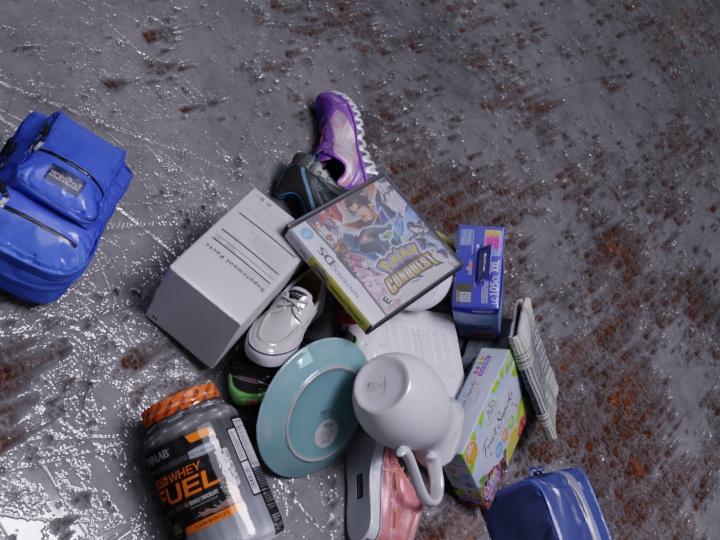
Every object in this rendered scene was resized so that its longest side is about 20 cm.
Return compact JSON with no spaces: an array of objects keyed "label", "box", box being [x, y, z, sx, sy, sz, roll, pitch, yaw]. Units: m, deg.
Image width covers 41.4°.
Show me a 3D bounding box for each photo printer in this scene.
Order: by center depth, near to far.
[{"label":"photo printer","box":[0.061,0.133,1.441,0.200,0.069,0.167,10,59,-35]}]

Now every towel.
[{"label":"towel","box":[0.289,0.154,1.554,0.200,0.035,0.193,-58,127,-69]}]

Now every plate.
[{"label":"plate","box":[-0.052,0.187,1.263,0.200,0.026,0.200,-20,119,-39]}]

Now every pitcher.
[{"label":"pitcher","box":[0.069,0.211,1.271,0.200,0.121,0.172,48,36,-50]}]

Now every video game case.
[{"label":"video game case","box":[0.021,-0.030,1.308,0.200,0.026,0.181,-32,77,-37]}]

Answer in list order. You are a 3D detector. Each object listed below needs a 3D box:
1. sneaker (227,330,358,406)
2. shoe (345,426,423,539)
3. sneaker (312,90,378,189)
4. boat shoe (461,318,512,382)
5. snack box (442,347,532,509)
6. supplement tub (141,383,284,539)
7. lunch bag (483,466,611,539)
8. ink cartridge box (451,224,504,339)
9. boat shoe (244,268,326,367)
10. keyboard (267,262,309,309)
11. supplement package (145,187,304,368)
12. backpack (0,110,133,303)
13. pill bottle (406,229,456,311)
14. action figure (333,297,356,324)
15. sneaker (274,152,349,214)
[{"label":"sneaker","box":[-0.089,0.117,1.295,0.200,0.077,0.084,-20,91,-31]},{"label":"shoe","box":[0.034,0.290,1.335,0.091,0.071,0.200,23,56,-33]},{"label":"sneaker","box":[-0.040,-0.203,1.553,0.088,0.080,0.200,-10,73,-34]},{"label":"boat shoe","box":[0.206,0.152,1.564,0.200,0.074,0.067,-40,121,-45]},{"label":"snack box","box":[0.189,0.236,1.441,0.200,0.053,0.142,-59,136,-35]},{"label":"supplement tub","box":[-0.182,0.245,1.141,0.122,0.122,0.200,-15,75,-43]},{"label":"lunch bag","box":[0.289,0.392,1.433,0.132,0.136,0.200,1,64,-39]},{"label":"ink cartridge box","box":[0.185,0.016,1.487,0.076,0.200,0.137,3,71,11]},{"label":"boat shoe","box":[-0.093,0.055,1.270,0.071,0.070,0.200,24,31,11]},{"label":"keyboard","box":[-0.103,0.038,1.398,0.104,0.040,0.200,10,59,-8]},{"label":"supplement package","box":[-0.170,0.008,1.277,0.120,0.121,0.200,39,47,1]},{"label":"backpack","box":[-0.381,-0.078,1.137,0.162,0.168,0.200,29,54,-15]},{"label":"pill bottle","box":[0.088,0.000,1.457,0.112,0.112,0.200,54,14,-1]},{"label":"action figure","box":[0.000,0.000,1.429,0.099,0.065,0.200,0,34,-11]},{"label":"sneaker","box":[-0.041,-0.094,1.474,0.200,0.073,0.082,36,76,6]}]
